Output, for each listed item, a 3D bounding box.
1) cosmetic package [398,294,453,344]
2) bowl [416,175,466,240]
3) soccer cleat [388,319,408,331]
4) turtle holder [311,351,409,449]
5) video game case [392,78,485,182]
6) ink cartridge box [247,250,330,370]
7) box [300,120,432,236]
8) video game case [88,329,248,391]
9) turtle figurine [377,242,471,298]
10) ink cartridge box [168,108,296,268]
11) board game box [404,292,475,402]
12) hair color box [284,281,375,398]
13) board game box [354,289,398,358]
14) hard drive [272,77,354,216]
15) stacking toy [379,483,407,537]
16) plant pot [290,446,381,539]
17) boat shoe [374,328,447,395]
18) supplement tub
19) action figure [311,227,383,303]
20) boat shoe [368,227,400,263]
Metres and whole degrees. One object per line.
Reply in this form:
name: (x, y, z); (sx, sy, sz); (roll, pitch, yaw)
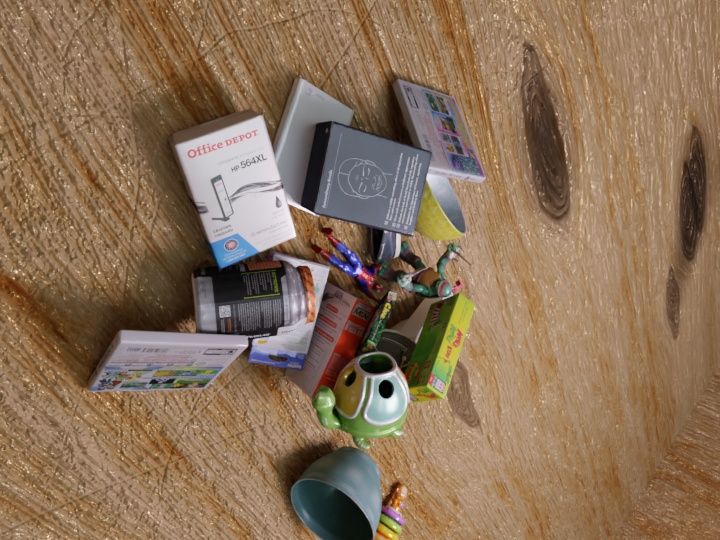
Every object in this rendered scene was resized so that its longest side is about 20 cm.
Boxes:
cosmetic package: (0.162, 0.153, 1.225); (0.200, 0.050, 0.155); (-44, 127, -43)
bowl: (0.126, -0.141, 1.093); (0.105, 0.205, 0.200); (-26, 132, 23)
soccer cleat: (0.066, 0.188, 1.180); (0.198, 0.077, 0.071); (-40, 124, -22)
turtle holder: (0.003, 0.223, 0.973); (0.178, 0.142, 0.136); (6, 117, -2)
video game case: (0.159, -0.276, 1.065); (0.178, 0.024, 0.207); (1, 65, -41)
ink cartridge box: (-0.138, 0.077, 1.000); (0.116, 0.042, 0.208); (13, 93, -29)
box: (0.008, -0.160, 0.943); (0.193, 0.107, 0.154); (11, 98, -23)
video game case: (-0.301, 0.145, 0.836); (0.195, 0.023, 0.182); (7, 144, -39)
turtle figurine: (0.130, 0.008, 1.096); (0.147, 0.198, 0.104); (-28, 119, -27)
ink cartridge box: (-0.201, -0.132, 0.852); (0.142, 0.084, 0.206); (-23, 118, -17)
board game box: (0.151, 0.151, 1.046); (0.047, 0.101, 0.204); (33, 61, -15)
hair color box: (-0.061, 0.139, 1.044); (0.063, 0.110, 0.206); (26, 88, -40)
board game box: (0.023, 0.112, 1.031); (0.023, 0.200, 0.108); (23, 71, -2)
hard drive: (-0.096, -0.217, 0.962); (0.129, 0.026, 0.207); (18, 93, -40)
stacking toy: (0.066, 0.625, 1.314); (0.117, 0.108, 0.203); (49, 62, -34)
plant pot: (-0.033, 0.467, 1.133); (0.134, 0.194, 0.207); (-46, 131, -50)
boat shoe: (0.104, 0.195, 1.107); (0.199, 0.061, 0.073); (35, 116, -12)
supplement tub: (-0.177, 0.050, 0.888); (0.192, 0.122, 0.128); (-6, 108, -18)
action figure: (0.000, 0.000, 1.062); (0.199, 0.098, 0.066); (40, 81, -41)
boat shoe: (0.039, -0.112, 1.069); (0.060, 0.075, 0.206); (-20, 125, -25)
